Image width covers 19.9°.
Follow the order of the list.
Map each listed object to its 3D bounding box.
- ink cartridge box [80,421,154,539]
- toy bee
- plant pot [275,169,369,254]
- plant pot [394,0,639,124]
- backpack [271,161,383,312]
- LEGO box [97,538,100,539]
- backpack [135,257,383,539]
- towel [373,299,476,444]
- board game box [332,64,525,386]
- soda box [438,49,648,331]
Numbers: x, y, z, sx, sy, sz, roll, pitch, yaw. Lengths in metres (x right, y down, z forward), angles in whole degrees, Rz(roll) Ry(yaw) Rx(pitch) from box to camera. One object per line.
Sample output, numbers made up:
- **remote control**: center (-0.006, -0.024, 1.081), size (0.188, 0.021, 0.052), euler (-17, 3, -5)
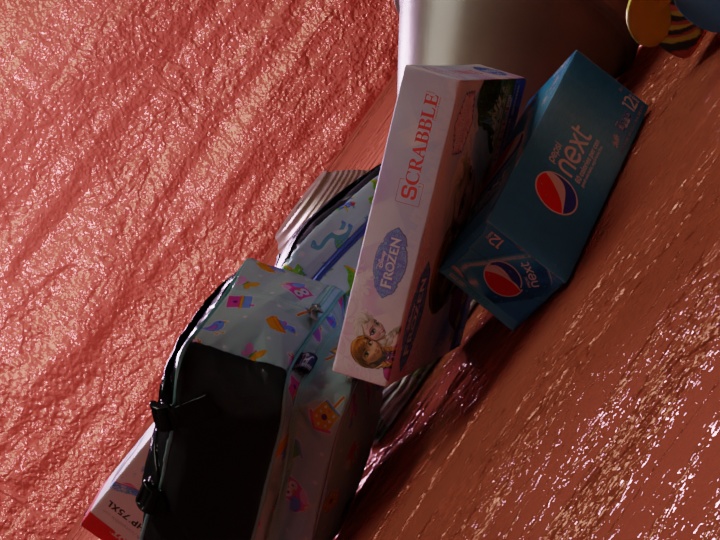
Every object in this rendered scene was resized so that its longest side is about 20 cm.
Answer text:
- **ink cartridge box**: center (-0.174, 0.214, 1.893), size (0.200, 0.116, 0.067), euler (-50, 7, 31)
- **toy bee**: center (0.217, -0.215, 1.308), size (0.200, 0.108, 0.131), euler (-48, 7, 48)
- **plant pot**: center (-0.036, -0.052, 2.438), size (0.201, 0.092, 0.201), euler (-52, 6, 8)
- **plant pot**: center (0.104, -0.146, 1.582), size (0.200, 0.198, 0.175), euler (142, 149, -67)
- **backpack**: center (0.000, 0.000, 1.703), size (0.199, 0.154, 0.163), euler (-22, -19, -39)
- **LEGO box**: center (-0.289, 0.367, 2.083), size (0.200, 0.077, 0.149), euler (-45, 10, 51)
- **backpack**: center (-0.063, 0.095, 1.433), size (0.201, 0.152, 0.177), euler (-77, -3, -60)
- **towel**: center (0.044, 0.046, 1.592), size (0.201, 0.031, 0.149), euler (-55, 7, -10)
- **board game box**: center (0.050, -0.036, 1.374), size (0.199, 0.041, 0.202), euler (-21, -55, -72)
- **soda box**: center (0.125, -0.057, 1.379), size (0.064, 0.068, 0.201), euler (-46, 9, 44)
